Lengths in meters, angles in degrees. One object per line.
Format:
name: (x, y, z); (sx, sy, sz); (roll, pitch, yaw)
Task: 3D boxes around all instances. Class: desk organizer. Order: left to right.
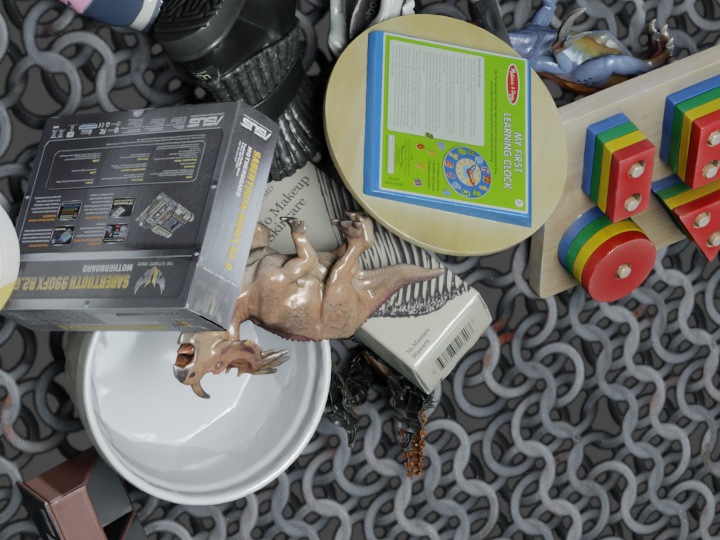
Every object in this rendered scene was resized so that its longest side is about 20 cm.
desk organizer: (-0.186, 0.240, 1.630); (0.077, 0.072, 0.200); (-28, 110, -20)

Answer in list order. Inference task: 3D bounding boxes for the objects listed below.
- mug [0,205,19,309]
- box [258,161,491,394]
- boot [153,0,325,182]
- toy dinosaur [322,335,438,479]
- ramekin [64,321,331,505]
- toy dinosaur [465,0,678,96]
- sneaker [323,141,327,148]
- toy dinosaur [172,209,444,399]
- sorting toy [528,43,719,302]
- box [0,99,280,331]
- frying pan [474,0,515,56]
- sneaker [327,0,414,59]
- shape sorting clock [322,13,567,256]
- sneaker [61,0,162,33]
mug: (-0.302, -0.001, 1.488); (0.149, 0.153, 0.187); (-40, 113, -14)
box: (0.000, 0.000, 1.606); (0.082, 0.200, 0.068); (-50, 157, -7)
boot: (-0.063, -0.188, 1.603); (0.158, 0.079, 0.211); (52, 58, -36)
toy dinosaur: (0.034, 0.076, 1.688); (0.200, 0.102, 0.136); (60, 30, -15)
ramekin: (-0.133, 0.072, 1.606); (0.200, 0.105, 0.200); (-4, 100, -24)
toy dinosaur: (0.164, -0.170, 1.716); (0.181, 0.105, 0.200); (-9, 116, -3)
sneaker: (0.055, -0.078, 1.686); (0.200, 0.073, 0.112); (-3, 109, -18)
toy dinosaur: (-0.045, 0.025, 1.525); (0.200, 0.086, 0.136); (1, 99, -17)
sorting toy: (0.246, -0.068, 1.724); (0.200, 0.070, 0.199); (-23, 140, -20)
box: (-0.162, -0.037, 1.500); (0.048, 0.200, 0.159); (31, 65, -47)
frying pan: (0.103, -0.244, 1.659); (0.115, 0.031, 0.190); (-40, 83, 1)
sneaker: (0.015, -0.251, 1.621); (0.081, 0.075, 0.200); (-3, 102, -70)
shape sorting clock: (0.065, -0.103, 1.579); (0.200, 0.039, 0.200); (7, 65, -15)
sneaker: (-0.175, -0.281, 1.546); (0.082, 0.070, 0.200); (9, 91, -20)
